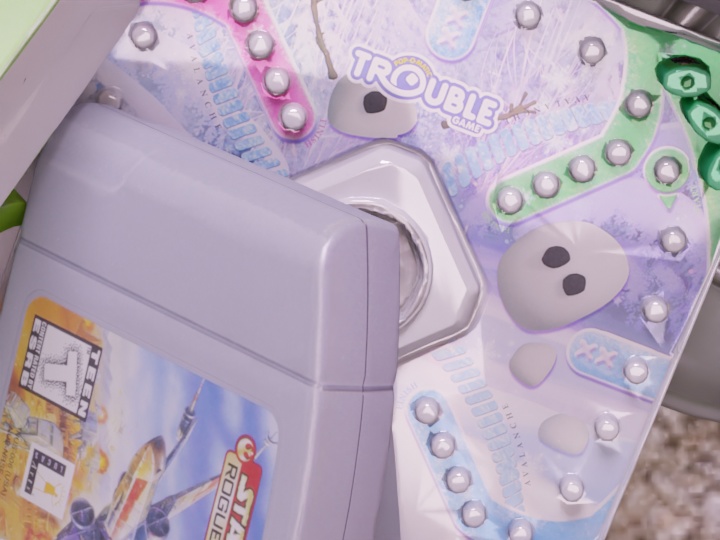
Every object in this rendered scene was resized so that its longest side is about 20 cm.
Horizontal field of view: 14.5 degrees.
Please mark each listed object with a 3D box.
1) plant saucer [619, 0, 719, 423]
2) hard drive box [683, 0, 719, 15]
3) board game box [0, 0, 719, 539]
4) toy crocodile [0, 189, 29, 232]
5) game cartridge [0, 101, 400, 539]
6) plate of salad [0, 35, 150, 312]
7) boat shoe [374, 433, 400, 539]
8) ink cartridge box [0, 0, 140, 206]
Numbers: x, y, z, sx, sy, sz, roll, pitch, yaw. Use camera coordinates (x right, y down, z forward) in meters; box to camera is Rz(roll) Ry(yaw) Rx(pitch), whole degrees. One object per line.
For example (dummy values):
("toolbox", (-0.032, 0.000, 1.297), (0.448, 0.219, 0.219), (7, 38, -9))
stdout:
("plant saucer", (0.133, -0.046, 0.860), (0.198, 0.050, 0.202), (0, 100, -2))
("hard drive box", (0.154, -0.135, 0.759), (0.077, 0.199, 0.156), (36, 84, -49))
("board game box", (0.000, 0.000, 0.832), (0.199, 0.026, 0.201), (21, 103, -3))
("toy crocodile", (-0.150, 0.053, 0.828), (0.067, 0.062, 0.201), (34, 118, 30))
("game cartridge", (-0.056, 0.067, 0.777), (0.041, 0.133, 0.201), (4, 105, -44))
("plate of salad", (-0.141, -0.033, 0.859), (0.198, 0.048, 0.202), (-2, 107, -8))
("boat shoe", (-0.019, 0.126, 0.815), (0.056, 0.069, 0.202), (0, 93, 16))
("ink cartridge box", (-0.169, -0.096, 0.760), (0.199, 0.067, 0.117), (26, 57, 8))
